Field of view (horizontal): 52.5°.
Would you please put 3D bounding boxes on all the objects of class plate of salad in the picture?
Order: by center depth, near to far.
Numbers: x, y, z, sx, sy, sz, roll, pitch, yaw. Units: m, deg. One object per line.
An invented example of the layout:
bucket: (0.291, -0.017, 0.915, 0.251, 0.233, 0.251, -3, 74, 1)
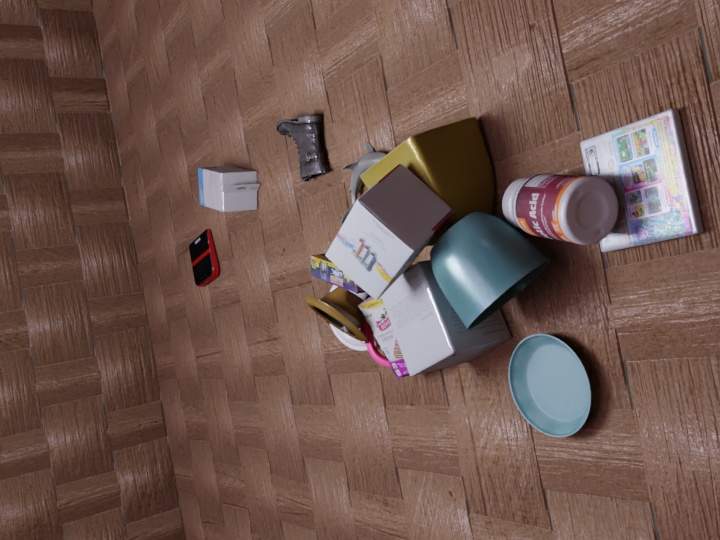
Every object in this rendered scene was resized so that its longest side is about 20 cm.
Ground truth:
plate of salad: (-0.004, 0.108, 1.889, 0.200, 0.048, 0.200, 8, 102, 37)

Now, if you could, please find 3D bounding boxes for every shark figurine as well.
shark figurine: (-0.012, -0.229, 1.807, 0.128, 0.089, 0.215, 58, 137, 32)

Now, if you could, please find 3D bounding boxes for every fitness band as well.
fitness band: (0.065, 0.138, 1.786, 0.144, 0.037, 0.200, 12, 106, 36)

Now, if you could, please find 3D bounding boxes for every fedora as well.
fedora: (-0.041, 0.093, 1.755, 0.201, 0.201, 0.082, 19, 72, 52)

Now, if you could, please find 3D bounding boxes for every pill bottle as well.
pill bottle: (0.341, -0.111, 1.279, 0.200, 0.114, 0.114, -158, 64, -67)

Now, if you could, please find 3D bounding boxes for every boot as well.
boot: (-0.163, -0.332, 2.012, 0.200, 0.069, 0.174, 1, 98, 53)

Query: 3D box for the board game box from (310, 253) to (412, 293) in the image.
board game box: (0.000, 0.000, 1.770, 0.200, 0.165, 0.057, 20, 114, 52)

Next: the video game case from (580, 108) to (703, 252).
video game case: (0.460, -0.142, 1.209, 0.182, 0.024, 0.200, -15, 84, 55)

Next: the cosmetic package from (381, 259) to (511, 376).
cosmetic package: (0.175, 0.092, 1.539, 0.166, 0.167, 0.200, -40, 64, 51)

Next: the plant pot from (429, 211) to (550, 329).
plant pot: (0.228, -0.013, 1.381, 0.161, 0.201, 0.201, 50, 137, 14)

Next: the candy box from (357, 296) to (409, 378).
candy box: (0.100, 0.138, 1.682, 0.136, 0.061, 0.200, -26, 93, 43)

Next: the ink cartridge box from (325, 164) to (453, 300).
ink cartridge box: (0.052, -0.071, 1.421, 0.145, 0.145, 0.200, 42, 144, 5)

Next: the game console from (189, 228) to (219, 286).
game console: (-0.581, -0.042, 2.711, 0.200, 0.031, 0.177, -28, 70, 53)

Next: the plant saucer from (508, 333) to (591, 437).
plant saucer: (0.370, 0.218, 1.404, 0.200, 0.036, 0.200, 17, 110, 53)

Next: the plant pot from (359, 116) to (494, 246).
plant pot: (0.157, -0.167, 1.497, 0.194, 0.195, 0.200, -30, 84, 53)

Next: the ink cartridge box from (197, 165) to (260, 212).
ink cartridge box: (-0.419, -0.262, 2.340, 0.200, 0.128, 0.125, 21, 114, 52)
